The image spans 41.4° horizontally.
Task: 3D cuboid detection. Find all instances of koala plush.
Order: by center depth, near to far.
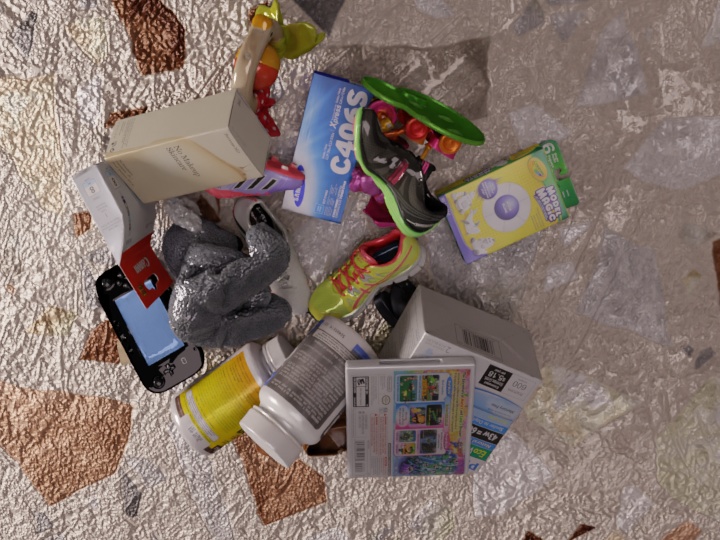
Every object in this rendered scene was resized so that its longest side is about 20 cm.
[{"bbox_3d":[-0.218,-0.006,1.346,0.181,0.200,0.179,-23,142,-25],"label":"koala plush"}]

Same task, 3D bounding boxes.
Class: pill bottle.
[{"bbox_3d":[-0.073,0.174,1.359,0.114,0.113,0.200,46,73,-14],"label":"pill bottle"},{"bbox_3d":[-0.184,0.186,1.452,0.198,0.109,0.110,-34,105,7],"label":"pill bottle"}]

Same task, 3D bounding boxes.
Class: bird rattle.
[{"bbox_3d":[-0.145,-0.274,1.307,0.111,0.163,0.202,30,93,8],"label":"bird rattle"}]

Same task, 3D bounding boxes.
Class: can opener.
[{"bbox_3d":[0.112,0.087,1.473,0.199,0.078,0.064,41,64,-16],"label":"can opener"}]

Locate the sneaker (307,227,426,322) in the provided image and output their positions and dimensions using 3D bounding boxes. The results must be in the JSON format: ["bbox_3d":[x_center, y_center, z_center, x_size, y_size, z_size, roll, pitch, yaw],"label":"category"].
[{"bbox_3d":[0.000,0.000,1.410,0.199,0.079,0.091,-36,149,-1],"label":"sneaker"}]

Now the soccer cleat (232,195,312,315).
[{"bbox_3d":[-0.125,-0.021,1.403,0.068,0.085,0.203,-30,104,-18],"label":"soccer cleat"}]

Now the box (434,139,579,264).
[{"bbox_3d":[0.224,-0.104,1.424,0.197,0.048,0.119,-26,106,3],"label":"box"}]

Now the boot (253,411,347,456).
[{"bbox_3d":[-0.081,0.249,1.451,0.198,0.155,0.074,-31,106,6],"label":"boot"}]

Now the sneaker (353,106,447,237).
[{"bbox_3d":[0.054,-0.140,1.270,0.083,0.077,0.201,-21,121,24],"label":"sneaker"}]

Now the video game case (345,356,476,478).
[{"bbox_3d":[0.069,0.210,1.344,0.178,0.024,0.203,-2,121,-2],"label":"video game case"}]

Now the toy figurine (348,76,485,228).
[{"bbox_3d":[0.050,-0.152,1.356,0.197,0.151,0.186,19,114,-22],"label":"toy figurine"}]

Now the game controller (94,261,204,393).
[{"bbox_3d":[-0.315,0.079,1.427,0.103,0.042,0.202,-29,89,5],"label":"game controller"}]

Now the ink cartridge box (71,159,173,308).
[{"bbox_3d":[-0.315,-0.062,1.340,0.047,0.160,0.202,-26,100,8],"label":"ink cartridge box"}]

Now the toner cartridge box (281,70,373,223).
[{"bbox_3d":[-0.048,-0.179,1.391,0.093,0.043,0.204,13,105,-5],"label":"toner cartridge box"}]

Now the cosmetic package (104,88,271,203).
[{"bbox_3d":[-0.233,-0.165,1.288,0.197,0.074,0.104,-10,142,24],"label":"cosmetic package"}]

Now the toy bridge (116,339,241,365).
[{"bbox_3d":[-0.277,0.096,1.465,0.196,0.027,0.069,-9,105,1],"label":"toy bridge"}]

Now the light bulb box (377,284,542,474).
[{"bbox_3d":[0.130,0.163,1.405,0.195,0.126,0.202,21,120,-12],"label":"light bulb box"}]

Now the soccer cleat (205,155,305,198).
[{"bbox_3d":[-0.174,-0.132,1.370,0.196,0.067,0.078,12,103,12],"label":"soccer cleat"}]
